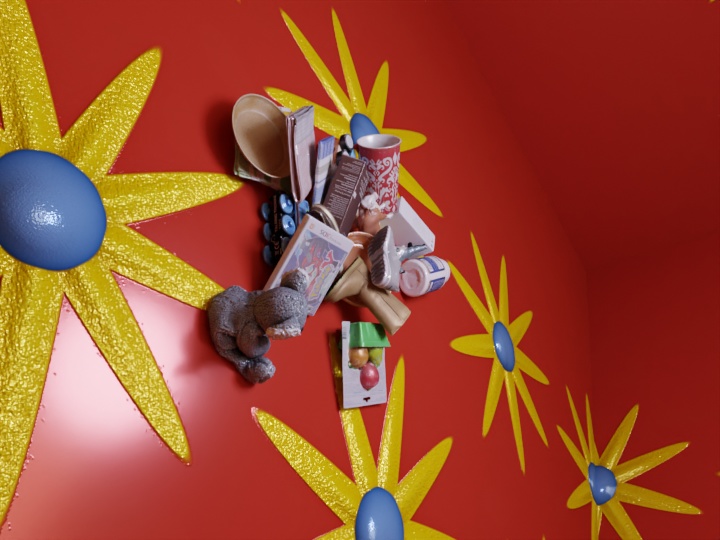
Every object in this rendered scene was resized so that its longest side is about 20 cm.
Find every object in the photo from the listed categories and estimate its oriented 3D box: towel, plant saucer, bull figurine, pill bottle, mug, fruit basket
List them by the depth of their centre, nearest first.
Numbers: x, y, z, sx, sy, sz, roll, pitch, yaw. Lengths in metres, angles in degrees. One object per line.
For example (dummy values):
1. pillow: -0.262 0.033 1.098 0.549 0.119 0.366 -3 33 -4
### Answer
1. plant saucer: -0.225 -0.304 1.281 0.197 0.035 0.207 26 54 -42
2. towel: -0.134 -0.281 1.314 0.201 0.031 0.198 -72 162 -66
3. towel: -0.217 -0.266 1.320 0.196 0.023 0.158 17 62 -45
4. towel: -0.098 -0.230 1.393 0.147 0.023 0.207 -65 164 -69
5. fruit basket: 0.005 0.235 1.398 0.182 0.091 0.209 8 82 -52
6. plant saucer: 0.000 0.000 1.467 0.193 0.037 0.208 7 71 -20
7. bull figurine: 0.034 -0.128 1.540 0.119 0.064 0.207 -17 125 -40
8. mug: 0.046 -0.285 1.625 0.129 0.177 0.207 -14 120 -21
9. pill bottle: 0.208 0.014 1.753 0.197 0.109 0.115 -10 81 -56

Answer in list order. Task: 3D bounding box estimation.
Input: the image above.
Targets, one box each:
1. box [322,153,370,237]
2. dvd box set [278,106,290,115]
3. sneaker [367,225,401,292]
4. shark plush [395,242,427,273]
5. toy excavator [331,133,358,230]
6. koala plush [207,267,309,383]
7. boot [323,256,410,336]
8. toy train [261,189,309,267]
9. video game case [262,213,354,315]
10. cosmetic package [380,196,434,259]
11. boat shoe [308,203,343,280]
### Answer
1. box: -0.044 -0.177 1.411 0.100 0.073 0.206 56 55 -75
2. dvd box set: -0.204 -0.316 1.401 0.144 0.029 0.207 -12 84 -55
3. sneaker: 0.067 -0.026 1.436 0.081 0.074 0.205 35 42 -32
4. shark plush: 0.100 -0.024 1.593 0.197 0.090 0.086 -32 103 -24
5. toy excavator: -0.040 -0.246 1.556 0.201 0.097 0.200 49 40 -42
6. koala plush: -0.180 0.093 1.082 0.183 0.196 0.182 43 43 -32
7. boot: 0.021 0.083 1.380 0.201 0.066 0.175 48 51 -4
8. toy train: -0.170 -0.086 1.292 0.113 0.084 0.208 23 55 -54
9. video game case: -0.114 -0.006 1.249 0.181 0.023 0.204 26 96 -54
10. cosmetic package: 0.143 -0.129 1.743 0.200 0.099 0.076 46 40 -33
11. boat shoe: -0.088 -0.055 1.325 0.075 0.072 0.207 -51 138 -40
